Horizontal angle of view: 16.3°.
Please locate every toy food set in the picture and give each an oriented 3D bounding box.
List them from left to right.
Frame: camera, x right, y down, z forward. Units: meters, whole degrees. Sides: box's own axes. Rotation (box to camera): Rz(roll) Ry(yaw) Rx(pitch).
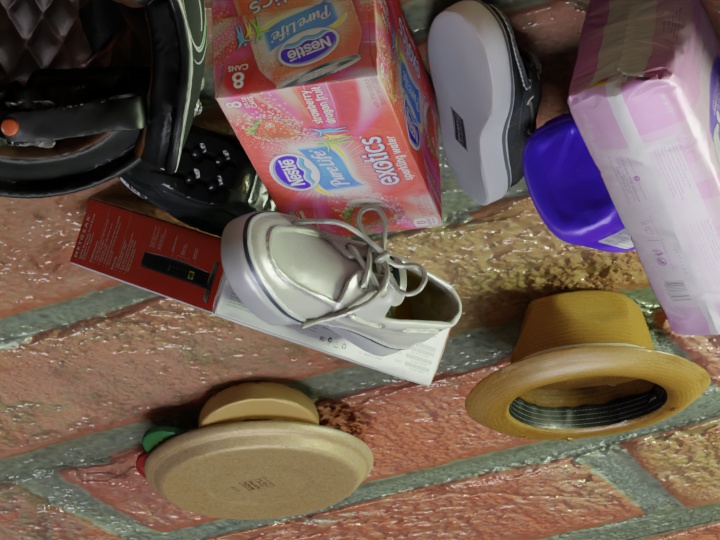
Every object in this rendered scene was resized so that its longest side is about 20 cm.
[{"bbox_3d":[-0.089,0.158,2.107,0.198,0.049,0.200,-23,148,34],"label":"toy food set"}]

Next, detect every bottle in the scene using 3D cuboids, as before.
[{"bbox_3d":[0.164,-0.053,1.638,0.065,0.084,0.200,-24,169,18],"label":"bottle"}]

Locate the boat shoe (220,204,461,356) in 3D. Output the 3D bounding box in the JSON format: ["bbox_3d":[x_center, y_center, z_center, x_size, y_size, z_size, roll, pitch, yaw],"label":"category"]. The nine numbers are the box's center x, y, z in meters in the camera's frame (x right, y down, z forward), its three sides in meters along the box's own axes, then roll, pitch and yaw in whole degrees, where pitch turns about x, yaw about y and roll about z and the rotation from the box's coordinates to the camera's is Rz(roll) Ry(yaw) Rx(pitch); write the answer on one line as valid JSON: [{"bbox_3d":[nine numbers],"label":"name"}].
[{"bbox_3d":[0.001,0.005,1.562,0.086,0.075,0.202,-17,153,31],"label":"boat shoe"}]

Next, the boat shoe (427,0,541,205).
[{"bbox_3d":[0.084,-0.113,1.574,0.057,0.069,0.200,-33,156,-14],"label":"boat shoe"}]

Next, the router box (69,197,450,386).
[{"bbox_3d":[-0.069,0.014,1.717,0.200,0.049,0.179,20,178,-40],"label":"router box"}]

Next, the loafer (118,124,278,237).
[{"bbox_3d":[-0.088,-0.057,1.663,0.070,0.068,0.200,14,175,39],"label":"loafer"}]

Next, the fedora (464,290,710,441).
[{"bbox_3d":[0.170,0.068,1.922,0.200,0.082,0.201,-6,159,-2],"label":"fedora"}]

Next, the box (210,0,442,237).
[{"bbox_3d":[-0.018,-0.104,1.529,0.102,0.095,0.200,-7,154,10],"label":"box"}]

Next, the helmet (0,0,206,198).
[{"bbox_3d":[-0.173,-0.128,1.348,0.199,0.201,0.191,3,-167,-13],"label":"helmet"}]

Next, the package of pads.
[{"bbox_3d":[0.192,-0.071,1.516,0.075,0.121,0.200,-10,127,25],"label":"package of pads"}]
